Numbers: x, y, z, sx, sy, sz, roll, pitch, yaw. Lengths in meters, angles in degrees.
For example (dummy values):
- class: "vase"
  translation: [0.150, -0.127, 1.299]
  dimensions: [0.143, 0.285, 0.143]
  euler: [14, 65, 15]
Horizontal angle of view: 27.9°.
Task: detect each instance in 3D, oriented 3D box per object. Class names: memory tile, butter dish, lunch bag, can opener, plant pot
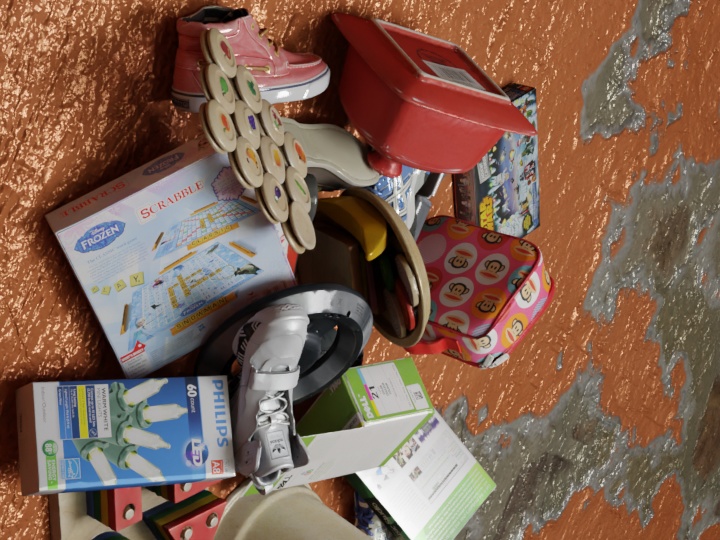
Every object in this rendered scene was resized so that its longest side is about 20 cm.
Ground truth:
- class: "memory tile"
  translation: [-0.096, -0.122, 1.378]
  dimensions: [0.200, 0.017, 0.154]
  euler: [54, 24, -43]
- class: "butter dish"
  translation: [0.056, -0.169, 1.587]
  dimensions: [0.199, 0.200, 0.148]
  euler: [11, 119, -37]
- class: "lunch bag"
  translation: [0.113, 0.031, 1.723]
  dimensions: [0.176, 0.199, 0.082]
  euler: [-51, 136, -20]
- class: "can opener"
  translation: [0.067, -0.071, 1.744]
  dimensions: [0.067, 0.053, 0.201]
  euler: [27, 84, -52]
- class: "plant pot"
  translation: [-0.056, 0.354, 1.662]
  dimensions: [0.200, 0.183, 0.202]
  euler: [-23, 122, -43]

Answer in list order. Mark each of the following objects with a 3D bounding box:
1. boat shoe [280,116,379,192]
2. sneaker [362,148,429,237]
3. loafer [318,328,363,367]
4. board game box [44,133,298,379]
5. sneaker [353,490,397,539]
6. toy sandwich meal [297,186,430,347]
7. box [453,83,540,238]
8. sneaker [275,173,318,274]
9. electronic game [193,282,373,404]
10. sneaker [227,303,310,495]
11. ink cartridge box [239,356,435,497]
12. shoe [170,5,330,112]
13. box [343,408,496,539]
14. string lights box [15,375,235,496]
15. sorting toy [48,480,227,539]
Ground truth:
- class: "boat shoe"
  translation: [-0.055, -0.117, 1.570]
  dimensions: [0.200, 0.059, 0.072]
  euler: [6, 58, -54]
- class: "sneaker"
  translation: [0.023, -0.080, 1.680]
  dimensions: [0.077, 0.075, 0.201]
  euler: [19, 80, -46]
- class: "loafer"
  translation: [-0.056, 0.091, 1.648]
  dimensions: [0.200, 0.068, 0.071]
  euler: [31, 83, -59]
- class: "board game box"
  translation: [-0.178, -0.015, 1.419]
  dimensions: [0.199, 0.041, 0.200]
  euler: [-28, 129, -13]
- class: "sneaker"
  translation: [0.013, 0.316, 1.834]
  dimensions: [0.088, 0.075, 0.201]
  euler: [41, 64, -40]
- class: "toy sandwich meal"
  translation: [0.000, 0.000, 1.579]
  dimensions: [0.070, 0.205, 0.206]
  euler: [-22, 123, -23]
- class: "box"
  translation: [0.176, -0.123, 1.865]
  dimensions: [0.137, 0.040, 0.201]
  euler: [-32, 128, -38]
- class: "sneaker"
  translation: [-0.119, -0.027, 1.533]
  dimensions: [0.107, 0.067, 0.202]
  euler: [5, 133, -16]
- class: "electronic game"
  translation: [-0.079, 0.083, 1.515]
  dimensions: [0.199, 0.042, 0.201]
  euler: [-19, 146, -13]
- class: "sneaker"
  translation: [-0.084, 0.129, 1.430]
  dimensions: [0.075, 0.115, 0.200]
  euler: [-4, 140, -32]
- class: "ink cartridge box"
  translation: [-0.038, 0.178, 1.647]
  dimensions: [0.199, 0.076, 0.148]
  euler: [-7, 151, -33]
- class: "shoe"
  translation: [-0.105, -0.219, 1.458]
  dimensions: [0.199, 0.071, 0.092]
  euler: [-17, 121, -43]
- class: "box"
  translation: [0.064, 0.247, 1.809]
  dimensions: [0.144, 0.036, 0.200]
  euler: [-45, 103, -29]
- class: "string lights box"
  translation: [-0.226, 0.158, 1.399]
  dimensions: [0.199, 0.059, 0.103]
  euler: [0, 78, -30]
- class: "sorting toy"
  translation: [-0.221, 0.252, 1.511]
  dimensions: [0.199, 0.069, 0.200]
  euler: [-21, 120, -45]
